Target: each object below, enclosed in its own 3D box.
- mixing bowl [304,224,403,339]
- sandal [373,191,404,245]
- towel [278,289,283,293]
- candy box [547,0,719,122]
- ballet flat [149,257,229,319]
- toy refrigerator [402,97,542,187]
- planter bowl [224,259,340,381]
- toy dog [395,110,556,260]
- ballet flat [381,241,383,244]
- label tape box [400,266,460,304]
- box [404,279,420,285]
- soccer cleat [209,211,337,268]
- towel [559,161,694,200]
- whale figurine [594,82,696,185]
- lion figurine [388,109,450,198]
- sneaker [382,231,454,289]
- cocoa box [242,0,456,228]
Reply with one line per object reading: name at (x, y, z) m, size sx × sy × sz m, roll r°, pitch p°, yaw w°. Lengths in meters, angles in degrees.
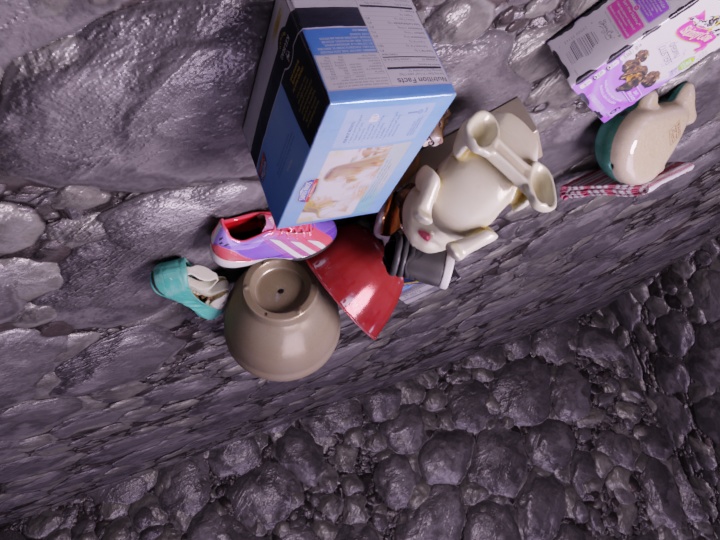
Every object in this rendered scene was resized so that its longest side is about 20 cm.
mixing bowl at (0.000, 0.000, 0.973) m, size 0.108 × 0.201 × 0.200 m, roll -41°, pitch 159°, yaw 4°
sandal at (0.065, -0.077, 0.964) m, size 0.058 × 0.081 × 0.207 m, roll 14°, pitch 174°, yaw 12°
towel at (-0.152, 0.099, 1.205) m, size 0.164 × 0.087 × 0.199 m, roll -31°, pitch 158°, yaw 19°
candy box at (0.356, -0.290, 0.739) m, size 0.199 × 0.073 × 0.167 m, roll -33°, pitch 159°, yaw 30°
ballet flat at (-0.243, 0.031, 0.926) m, size 0.069 × 0.069 × 0.200 m, roll -16°, pitch 161°, yaw 10°
toy refrigerator at (0.155, -0.162, 0.868) m, size 0.198 × 0.071 × 0.076 m, roll -28°, pitch 154°, yaw 13°
planter bowl at (-0.126, 0.058, 0.963) m, size 0.197 × 0.202 × 0.136 m, roll -16°, pitch 152°, yaw -16°
toy dog at (0.123, -0.103, 0.759) m, size 0.138 × 0.196 × 0.200 m, roll 32°, pitch 133°, yaw -17°
ballet flat at (0.120, -0.059, 1.107) m, size 0.198 × 0.072 × 0.070 m, roll -29°, pitch 160°, yaw 19°
label tape box at (0.129, 0.002, 1.286) m, size 0.142 × 0.064 × 0.200 m, roll -27°, pitch 161°, yaw 10°
box at (0.044, 0.001, 1.085) m, size 0.198 × 0.066 × 0.069 m, roll -11°, pitch 173°, yaw 40°
soccer cleat at (-0.116, -0.055, 0.856) m, size 0.197 × 0.069 × 0.074 m, roll -11°, pitch 150°, yaw -27°
towel at (0.491, -0.167, 1.115) m, size 0.145 × 0.030 × 0.199 m, roll -25°, pitch -162°, yaw -27°
whale figurine at (0.478, -0.236, 1.007) m, size 0.199 × 0.103 × 0.160 m, roll -40°, pitch 126°, yaw -12°
lion figurine at (0.052, -0.156, 0.785) m, size 0.122 × 0.073 × 0.200 m, roll -35°, pitch 176°, yaw -4°
sneaker at (0.085, -0.034, 0.899) m, size 0.097 × 0.072 × 0.200 m, roll 16°, pitch -163°, yaw 0°
cocoa box at (-0.023, -0.152, 0.585) m, size 0.131 × 0.133 × 0.200 m, roll -12°, pitch 159°, yaw -26°
